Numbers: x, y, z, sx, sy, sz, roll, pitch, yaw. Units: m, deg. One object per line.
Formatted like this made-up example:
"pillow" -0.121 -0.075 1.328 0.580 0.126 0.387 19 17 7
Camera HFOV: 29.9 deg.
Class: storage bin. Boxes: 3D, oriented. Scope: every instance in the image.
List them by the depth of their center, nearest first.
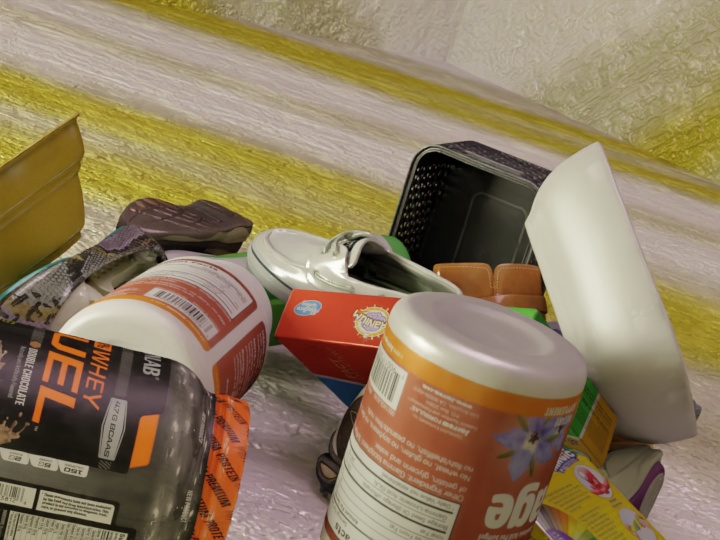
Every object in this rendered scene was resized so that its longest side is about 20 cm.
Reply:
"storage bin" 0.100 -0.008 1.249 0.134 0.202 0.094 24 16 22

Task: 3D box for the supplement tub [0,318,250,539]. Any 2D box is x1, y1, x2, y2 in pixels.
"supplement tub" -0.168 0.097 0.746 0.198 0.123 0.123 14 16 -12

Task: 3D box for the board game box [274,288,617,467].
"board game box" 0.060 0.074 0.944 0.199 0.041 0.153 4 -30 36

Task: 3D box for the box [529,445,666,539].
"box" 0.151 0.189 0.811 0.200 0.048 0.117 49 27 21

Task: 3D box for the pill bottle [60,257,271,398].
"pill bottle" -0.127 0.055 0.929 0.111 0.113 0.200 19 15 7

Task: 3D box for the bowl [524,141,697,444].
"bowl" 0.181 0.028 0.998 0.074 0.201 0.200 -19 -26 7

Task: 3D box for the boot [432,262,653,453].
"boot" 0.141 0.076 1.087 0.198 0.157 0.077 5 -20 -8

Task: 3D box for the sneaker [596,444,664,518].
"sneaker" 0.158 0.156 0.988 0.099 0.075 0.199 27 18 28

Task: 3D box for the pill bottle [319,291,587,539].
"pill bottle" 0.043 0.123 0.743 0.111 0.202 0.112 16 16 -5

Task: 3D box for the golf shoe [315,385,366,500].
"golf shoe" 0.058 0.145 0.888 0.199 0.095 0.078 28 17 28

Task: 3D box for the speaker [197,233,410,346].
"speaker" -0.058 0.020 1.123 0.198 0.089 0.088 -8 25 -22

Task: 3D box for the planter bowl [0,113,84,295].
"planter bowl" -0.279 -0.034 1.062 0.084 0.200 0.201 54 11 -11

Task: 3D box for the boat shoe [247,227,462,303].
"boat shoe" 0.000 0.000 1.033 0.199 0.067 0.074 23 41 22

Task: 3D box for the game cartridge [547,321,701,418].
"game cartridge" 0.218 0.102 1.316 0.199 0.041 0.133 30 16 37

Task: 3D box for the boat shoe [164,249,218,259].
"boat shoe" -0.096 0.019 1.194 0.199 0.072 0.066 6 24 -34

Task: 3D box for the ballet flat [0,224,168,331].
"ballet flat" -0.208 0.018 1.050 0.072 0.073 0.200 22 27 16

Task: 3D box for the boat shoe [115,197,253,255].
"boat shoe" -0.163 -0.020 1.248 0.074 0.074 0.200 27 12 20
